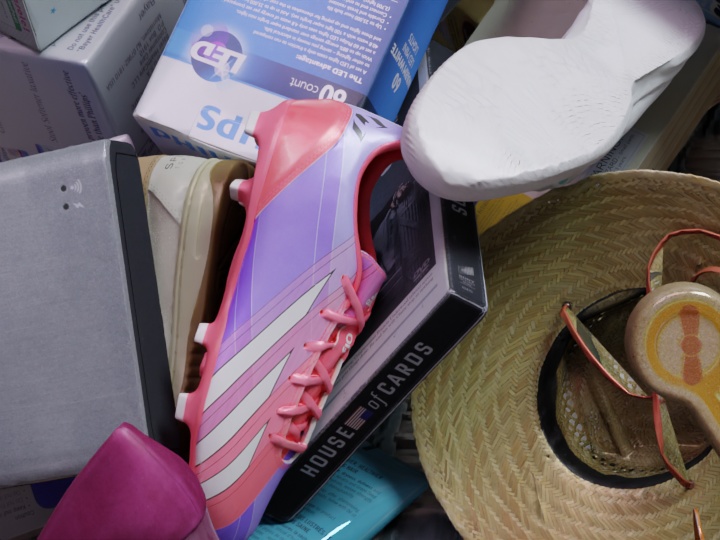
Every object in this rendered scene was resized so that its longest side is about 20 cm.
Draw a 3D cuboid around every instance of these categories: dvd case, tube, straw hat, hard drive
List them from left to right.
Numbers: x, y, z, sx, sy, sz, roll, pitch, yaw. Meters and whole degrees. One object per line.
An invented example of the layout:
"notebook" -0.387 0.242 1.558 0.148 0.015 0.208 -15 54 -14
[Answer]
"hard drive" -0.183 0.030 0.925 0.199 0.033 0.140 -11 85 21
"tube" -0.055 0.139 0.929 0.077 0.050 0.200 30 56 25
"dvd case" 0.000 0.000 0.970 0.150 0.025 0.200 -49 25 29
"straw hat" 0.129 0.051 0.925 0.200 0.202 0.085 8 8 24

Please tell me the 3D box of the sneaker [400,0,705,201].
"sneaker" 0.082 -0.063 0.930 0.075 0.089 0.200 44 44 14

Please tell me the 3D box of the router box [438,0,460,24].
"router box" 0.024 -0.180 1.096 0.200 0.052 0.157 -48 21 -5

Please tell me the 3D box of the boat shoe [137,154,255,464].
"boat shoe" -0.094 0.045 0.947 0.066 0.074 0.201 12 91 22

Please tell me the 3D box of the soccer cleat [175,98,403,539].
"soccer cleat" -0.028 0.025 0.892 0.076 0.067 0.201 11 88 9

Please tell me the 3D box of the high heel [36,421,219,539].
"high heel" -0.145 0.117 0.895 0.199 0.096 0.067 -17 25 28

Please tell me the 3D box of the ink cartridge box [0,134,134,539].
"ink cartridge box" -0.170 0.061 0.994 0.198 0.043 0.201 -19 85 -3

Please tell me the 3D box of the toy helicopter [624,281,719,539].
"toy helicopter" 0.164 0.096 0.826 0.132 0.200 0.079 -35 4 7

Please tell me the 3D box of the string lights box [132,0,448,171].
"string lights box" -0.016 -0.135 0.980 0.102 0.059 0.201 21 79 16

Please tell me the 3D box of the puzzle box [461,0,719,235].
"puzzle box" 0.082 -0.055 1.041 0.133 0.025 0.200 31 84 37

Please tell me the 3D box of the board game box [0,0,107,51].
"board game box" -0.230 -0.221 1.112 0.064 0.148 0.200 -40 50 -24

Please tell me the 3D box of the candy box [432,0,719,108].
"candy box" 0.116 -0.146 1.147 0.115 0.055 0.200 -34 47 -13

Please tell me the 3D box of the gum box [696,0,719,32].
"gum box" 0.186 -0.138 0.984 0.200 0.170 0.045 38 87 3

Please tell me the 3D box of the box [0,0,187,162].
"box" -0.183 -0.155 1.211 0.199 0.105 0.184 12 52 25

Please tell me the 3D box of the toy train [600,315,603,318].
"toy train" 0.171 -0.005 0.973 0.199 0.046 0.034 -3 31 -6
